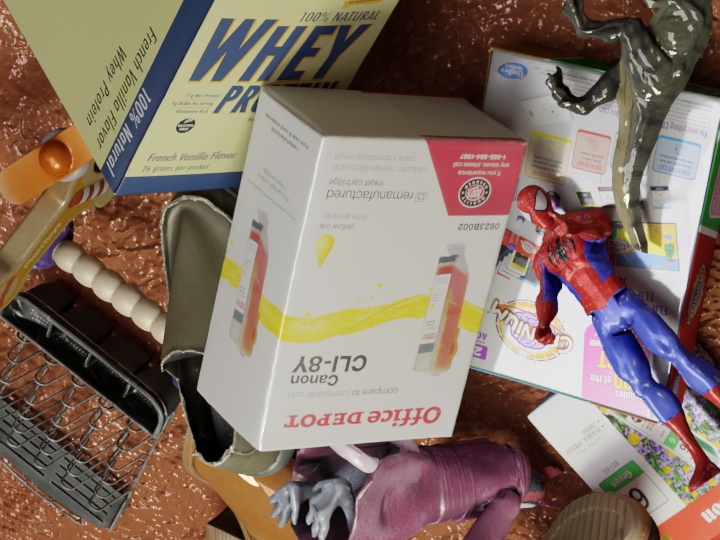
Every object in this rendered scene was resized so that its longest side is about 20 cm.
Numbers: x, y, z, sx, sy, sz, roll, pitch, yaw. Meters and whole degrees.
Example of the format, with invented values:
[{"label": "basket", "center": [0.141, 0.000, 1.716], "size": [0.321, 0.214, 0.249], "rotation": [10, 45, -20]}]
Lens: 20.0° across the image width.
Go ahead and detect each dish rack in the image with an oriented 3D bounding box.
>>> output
[{"label": "dish rack", "center": [-0.224, 0.114, 1.564], "size": [0.153, 0.055, 0.200], "rotation": [38, 129, 10]}]

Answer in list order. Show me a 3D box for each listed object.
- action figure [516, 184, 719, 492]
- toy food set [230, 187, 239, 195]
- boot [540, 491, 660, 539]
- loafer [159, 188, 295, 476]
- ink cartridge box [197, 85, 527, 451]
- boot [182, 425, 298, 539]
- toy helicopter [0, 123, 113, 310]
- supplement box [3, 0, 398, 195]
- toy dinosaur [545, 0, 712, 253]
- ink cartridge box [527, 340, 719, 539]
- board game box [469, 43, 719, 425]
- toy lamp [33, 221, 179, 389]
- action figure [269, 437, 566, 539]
[{"label": "action figure", "center": [0.143, 0.034, 1.163], "size": [0.065, 0.099, 0.200], "rotation": [-41, 76, 25]}, {"label": "toy food set", "center": [-0.044, 0.003, 1.389], "size": [0.143, 0.060, 0.200], "rotation": [31, 135, 22]}, {"label": "boot", "center": [0.190, 0.216, 1.311], "size": [0.166, 0.072, 0.200], "rotation": [25, 150, -10]}, {"label": "loafer", "center": [-0.091, 0.039, 1.323], "size": [0.075, 0.070, 0.200], "rotation": [-15, 88, 31]}, {"label": "ink cartridge box", "center": [0.000, 0.000, 1.211], "size": [0.083, 0.145, 0.200], "rotation": [40, 123, 50]}, {"label": "boot", "center": [-0.041, 0.160, 1.464], "size": [0.155, 0.074, 0.200], "rotation": [16, 135, 26]}, {"label": "toy helicopter", "center": [-0.198, -0.051, 1.363], "size": [0.079, 0.132, 0.200], "rotation": [38, 91, 9]}, {"label": "supplement box", "center": [-0.098, -0.186, 1.218], "size": [0.200, 0.134, 0.200], "rotation": [57, 134, 29]}, {"label": "toy dinosaur", "center": [0.153, -0.116, 1.162], "size": [0.088, 0.047, 0.200], "rotation": [22, 106, 17]}, {"label": "ink cartridge box", "center": [0.214, 0.131, 1.297], "size": [0.200, 0.050, 0.109], "rotation": [49, 129, 2]}, {"label": "board game box", "center": [0.137, -0.024, 1.232], "size": [0.153, 0.040, 0.200], "rotation": [16, 106, 25]}, {"label": "toy lamp", "center": [-0.152, 0.029, 1.416], "size": [0.200, 0.058, 0.058], "rotation": [33, 128, 19]}, {"label": "action figure", "center": [0.046, 0.134, 1.341], "size": [0.134, 0.200, 0.149], "rotation": [-121, 35, -50]}]
